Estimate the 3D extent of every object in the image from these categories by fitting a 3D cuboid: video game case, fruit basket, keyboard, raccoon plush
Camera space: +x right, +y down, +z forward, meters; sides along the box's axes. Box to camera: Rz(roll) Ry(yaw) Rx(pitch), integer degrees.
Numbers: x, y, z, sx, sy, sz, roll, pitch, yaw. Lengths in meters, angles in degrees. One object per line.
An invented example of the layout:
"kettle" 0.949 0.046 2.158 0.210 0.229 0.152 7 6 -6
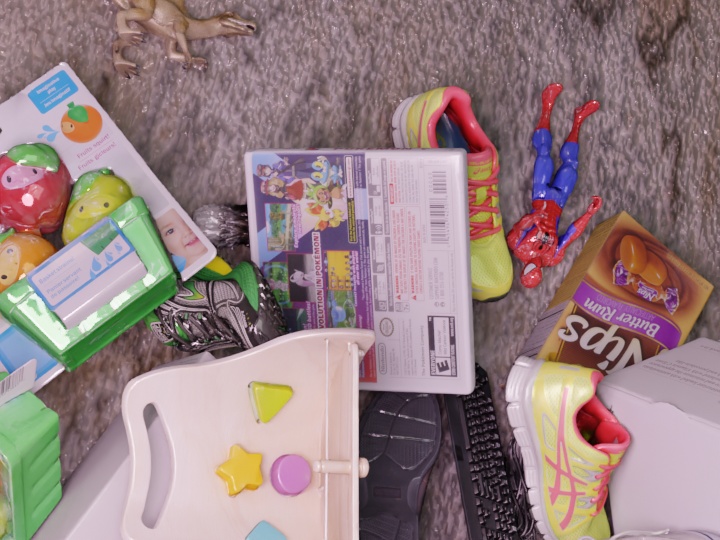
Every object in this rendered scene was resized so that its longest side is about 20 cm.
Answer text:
"video game case" 0.000 0.000 1.477 0.182 0.023 0.200 1 105 16
"fruit basket" -0.239 -0.035 1.379 0.185 0.094 0.200 -36 84 -11
"keyboard" 0.117 0.162 1.546 0.104 0.040 0.200 29 45 -51
"raccoon plush" -0.027 -0.027 1.517 0.200 0.134 0.097 -2 76 -25
"fruit basket" -0.310 0.166 1.306 0.200 0.185 0.094 -32 59 -30

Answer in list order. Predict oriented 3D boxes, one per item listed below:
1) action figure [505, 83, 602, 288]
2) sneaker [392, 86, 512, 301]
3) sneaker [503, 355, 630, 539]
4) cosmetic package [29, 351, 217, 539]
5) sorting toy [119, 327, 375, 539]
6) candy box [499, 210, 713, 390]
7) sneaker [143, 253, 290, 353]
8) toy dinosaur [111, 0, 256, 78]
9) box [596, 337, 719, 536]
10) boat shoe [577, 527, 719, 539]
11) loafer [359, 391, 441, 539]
"action figure" 0.183 -0.080 1.656 0.065 0.099 0.200 21 68 -16
"sneaker" 0.089 -0.070 1.601 0.078 0.090 0.200 -17 83 -29
"sneaker" 0.187 0.162 1.538 0.078 0.090 0.200 -58 136 -50
"cosmetic package" -0.168 0.166 1.403 0.085 0.108 0.200 44 63 -17
"sorting toy" -0.087 0.144 1.335 0.180 0.107 0.200 5 75 -21
"candy box" 0.225 0.059 1.651 0.117 0.056 0.200 38 64 -10
"sneaker" -0.115 0.040 1.431 0.085 0.200 0.078 -30 107 -19
"toy dinosaur" -0.188 -0.221 1.562 0.200 0.058 0.101 25 50 -24
"box" 0.316 0.184 1.535 0.131 0.199 0.200 -19 110 -27
"boat shoe" 0.210 0.245 1.493 0.086 0.202 0.075 20 68 -31
"loafer" 0.023 0.184 1.521 0.072 0.063 0.200 11 52 0
